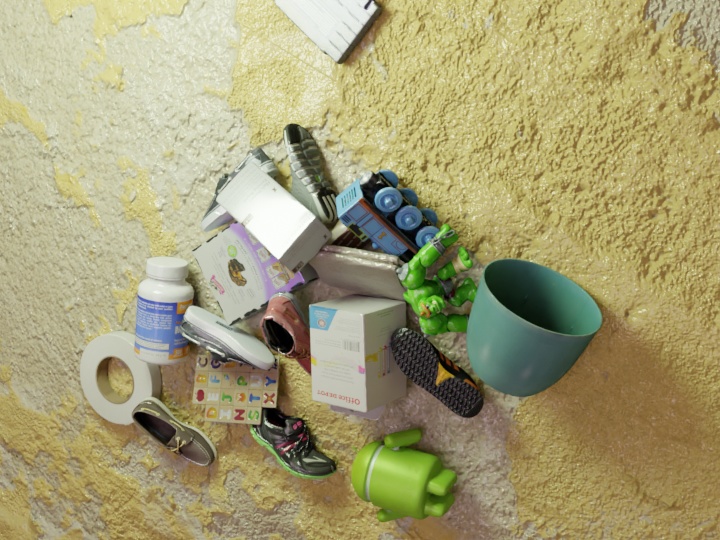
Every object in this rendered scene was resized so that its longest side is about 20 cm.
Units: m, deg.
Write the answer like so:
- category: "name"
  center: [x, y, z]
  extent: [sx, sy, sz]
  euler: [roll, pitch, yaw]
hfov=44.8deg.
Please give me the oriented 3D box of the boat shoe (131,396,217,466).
- category: "boat shoe"
  center: [-0.387, 0.344, 1.813]
  extent: [0.200, 0.060, 0.072]
  euler: [40, 109, 1]

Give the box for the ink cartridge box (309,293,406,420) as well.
- category: "ink cartridge box"
  center: [-0.003, 0.156, 1.561]
  extent: [0.128, 0.125, 0.201]
  euler: [8, 104, 39]

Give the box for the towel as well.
- category: "towel"
  center: [0.000, 0.000, 1.545]
  extent: [0.199, 0.133, 0.035]
  euler: [11, 65, 25]

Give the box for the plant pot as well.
- category: "plant pot"
  center: [0.261, 0.103, 1.404]
  extent: [0.200, 0.200, 0.161]
  euler: [31, 123, 18]

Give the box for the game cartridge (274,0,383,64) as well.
- category: "game cartridge"
  center: [-0.068, -0.477, 1.546]
  extent: [0.200, 0.038, 0.130]
  euler: [47, 119, 11]

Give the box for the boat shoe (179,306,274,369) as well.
- category: "boat shoe"
  center: [-0.262, 0.147, 1.694]
  extent: [0.199, 0.072, 0.068]
  euler: [29, 106, 5]

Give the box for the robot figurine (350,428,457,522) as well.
- category: "robot figurine"
  center: [0.071, 0.377, 1.580]
  extent: [0.199, 0.116, 0.176]
  euler: [11, 109, 24]

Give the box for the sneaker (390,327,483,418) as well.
- category: "sneaker"
  center: [0.132, 0.177, 1.528]
  extent: [0.200, 0.090, 0.070]
  euler: [42, 96, 8]

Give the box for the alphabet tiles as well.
- category: "alphabet tiles"
  center: [-0.249, 0.219, 1.738]
  extent: [0.199, 0.006, 0.167]
  euler: [-2, 79, 26]

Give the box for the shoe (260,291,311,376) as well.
- category: "shoe"
  center: [-0.118, 0.141, 1.611]
  extent: [0.071, 0.091, 0.201]
  euler: [-19, 114, 23]

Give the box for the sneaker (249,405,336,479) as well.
- category: "sneaker"
  center: [-0.129, 0.332, 1.693]
  extent: [0.200, 0.077, 0.084]
  euler: [33, 115, 16]

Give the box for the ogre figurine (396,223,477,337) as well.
- category: "ogre figurine"
  center: [0.138, 0.035, 1.472]
  extent: [0.120, 0.200, 0.098]
  euler: [-26, 44, -3]

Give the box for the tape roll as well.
- category: "tape roll"
  center: [-0.519, 0.233, 1.887]
  extent: [0.202, 0.037, 0.204]
  euler: [4, 100, 25]

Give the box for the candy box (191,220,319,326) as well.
- category: "candy box"
  center: [-0.201, -0.013, 1.670]
  extent: [0.200, 0.071, 0.168]
  euler: [-29, 86, 26]

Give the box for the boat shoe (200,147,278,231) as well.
- category: "boat shoe"
  center: [-0.244, -0.154, 1.666]
  extent: [0.200, 0.072, 0.068]
  euler: [-42, 78, 26]

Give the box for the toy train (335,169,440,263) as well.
- category: "toy train"
  center: [0.053, -0.083, 1.481]
  extent: [0.114, 0.087, 0.200]
  euler: [-37, 121, 21]

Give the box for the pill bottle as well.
- category: "pill bottle"
  center: [-0.393, 0.079, 1.757]
  extent: [0.112, 0.112, 0.201]
  euler: [13, 105, 23]

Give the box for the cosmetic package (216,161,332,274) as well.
- category: "cosmetic package"
  center: [-0.153, -0.094, 1.534]
  extent: [0.102, 0.074, 0.200]
  euler: [-48, 55, -3]

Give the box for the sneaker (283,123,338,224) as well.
- category: "sneaker"
  center: [-0.120, -0.161, 1.606]
  extent: [0.115, 0.075, 0.201]
  euler: [-31, 76, 39]

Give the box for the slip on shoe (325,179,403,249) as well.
- category: "slip on shoe"
  center: [-0.001, -0.099, 1.564]
  extent: [0.200, 0.076, 0.061]
  euler: [-47, 47, 29]
